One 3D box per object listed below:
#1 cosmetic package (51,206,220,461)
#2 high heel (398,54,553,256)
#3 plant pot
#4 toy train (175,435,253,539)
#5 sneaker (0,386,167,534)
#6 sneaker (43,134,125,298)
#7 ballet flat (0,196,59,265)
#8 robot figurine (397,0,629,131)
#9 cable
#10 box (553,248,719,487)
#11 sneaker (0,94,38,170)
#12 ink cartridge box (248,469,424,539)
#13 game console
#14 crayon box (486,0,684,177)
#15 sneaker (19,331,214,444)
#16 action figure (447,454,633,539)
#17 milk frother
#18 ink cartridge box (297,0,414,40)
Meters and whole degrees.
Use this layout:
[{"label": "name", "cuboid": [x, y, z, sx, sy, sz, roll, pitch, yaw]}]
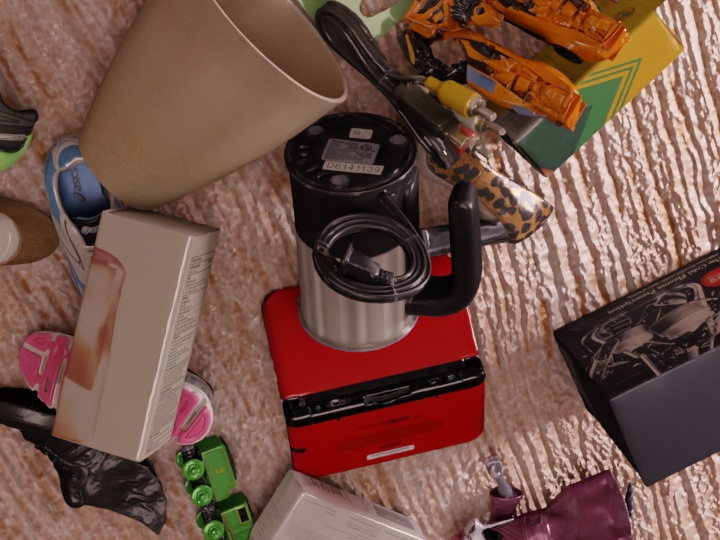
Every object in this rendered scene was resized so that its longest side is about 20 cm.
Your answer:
[{"label": "cosmetic package", "cuboid": [-0.195, 0.052, 1.257, 0.087, 0.103, 0.201, 16, 96, 7]}, {"label": "high heel", "cuboid": [0.112, -0.118, 1.358, 0.142, 0.071, 0.201, -12, 108, -18]}, {"label": "plant pot", "cuboid": [-0.145, -0.151, 1.248, 0.187, 0.188, 0.200, 41, 112, -20]}, {"label": "toy train", "cuboid": [-0.133, 0.257, 1.448, 0.056, 0.042, 0.201, -21, 111, -14]}, {"label": "sneaker", "cuboid": [-0.274, 0.183, 1.384, 0.199, 0.060, 0.105, 14, 101, -18]}, {"label": "sneaker", "cuboid": [-0.239, -0.025, 1.315, 0.071, 0.073, 0.201, -19, 112, -5]}, {"label": "ballet flat", "cuboid": [-0.367, -0.043, 1.284, 0.199, 0.072, 0.068, 21, 104, -17]}, {"label": "robot figurine", "cuboid": [0.125, -0.211, 1.258, 0.199, 0.058, 0.146, 31, 87, 24]}, {"label": "cable", "cuboid": [0.043, -0.164, 1.274, 0.050, 0.097, 0.200, -39, 69, -18]}, {"label": "box", "cuboid": [0.316, 0.088, 1.396, 0.199, 0.182, 0.105, -27, 111, -1]}, {"label": "sneaker", "cuboid": [-0.362, -0.176, 1.249, 0.084, 0.077, 0.200, -48, 114, -11]}, {"label": "ink cartridge box", "cuboid": [-0.052, 0.317, 1.466, 0.160, 0.050, 0.201, 26, 104, -28]}, {"label": "game console", "cuboid": [0.014, 0.099, 1.432, 0.199, 0.119, 0.173, -12, 141, -6]}, {"label": "crayon box", "cuboid": [0.210, -0.183, 1.314, 0.200, 0.127, 0.051, -43, 111, 6]}, {"label": "sneaker", "cuboid": [-0.224, 0.107, 1.364, 0.199, 0.087, 0.074, 17, 100, 8]}, {"label": "action figure", "cuboid": [0.187, 0.270, 1.498, 0.198, 0.135, 0.149, -9, 153, 6]}, {"label": "milk frother", "cuboid": [0.000, 0.000, 1.259, 0.180, 0.200, 0.189, 19, 136, 24]}, {"label": "ink cartridge box", "cuboid": [-0.017, -0.300, 1.276, 0.145, 0.048, 0.200, -40, 108, 4]}]
